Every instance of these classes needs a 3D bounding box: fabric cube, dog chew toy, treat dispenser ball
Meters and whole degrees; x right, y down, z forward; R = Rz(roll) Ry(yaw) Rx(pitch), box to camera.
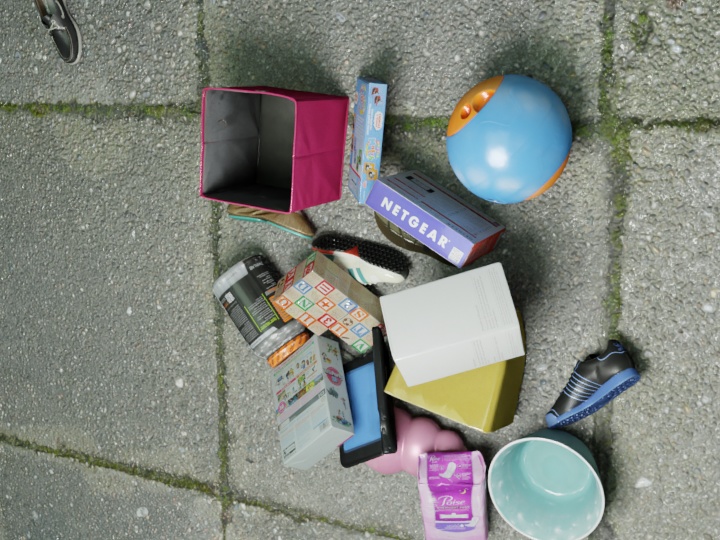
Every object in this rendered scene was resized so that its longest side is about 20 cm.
[{"bbox_3d":[-0.153,-0.226,1.630,0.194,0.199,0.203,12,106,25],"label":"fabric cube"},{"bbox_3d":[0.099,0.323,1.672,0.198,0.124,0.126,8,105,17],"label":"dog chew toy"},{"bbox_3d":[0.235,-0.208,1.434,0.199,0.200,0.204,6,104,25],"label":"treat dispenser ball"}]

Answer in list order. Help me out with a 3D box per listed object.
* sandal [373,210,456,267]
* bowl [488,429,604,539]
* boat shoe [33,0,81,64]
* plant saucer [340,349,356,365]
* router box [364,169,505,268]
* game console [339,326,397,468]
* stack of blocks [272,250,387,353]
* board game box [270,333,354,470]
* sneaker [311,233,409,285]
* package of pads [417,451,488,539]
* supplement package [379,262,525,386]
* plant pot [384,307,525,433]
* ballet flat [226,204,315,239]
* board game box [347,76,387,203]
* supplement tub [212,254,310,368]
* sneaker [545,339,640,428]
[{"bbox_3d":[0.115,-0.073,1.611,0.198,0.055,0.082,23,128,6],"label":"sandal"},{"bbox_3d":[0.331,0.357,1.559,0.199,0.105,0.203,9,111,24],"label":"bowl"},{"bbox_3d":[-0.640,-0.531,1.887,0.073,0.060,0.202,-9,97,28],"label":"boat shoe"},{"bbox_3d":[-0.069,0.251,1.776,0.198,0.050,0.203,6,103,25],"label":"plant saucer"},{"bbox_3d":[0.129,-0.093,1.527,0.199,0.179,0.049,35,114,16],"label":"router box"},{"bbox_3d":[0.000,0.228,1.613,0.115,0.176,0.202,-8,61,6],"label":"game console"},{"bbox_3d":[-0.048,0.066,1.662,0.199,0.059,0.115,38,126,-23],"label":"stack of blocks"},{"bbox_3d":[-0.092,0.243,1.672,0.147,0.064,0.202,-40,45,31],"label":"board game box"},{"bbox_3d":[-0.001,0.000,1.686,0.198,0.070,0.094,16,126,20],"label":"sneaker"},{"bbox_3d":[0.168,0.411,1.621,0.119,0.076,0.201,-3,132,6],"label":"package of pads"},{"bbox_3d":[0.145,0.087,1.417,0.198,0.117,0.118,-16,60,6],"label":"supplement package"},{"bbox_3d":[0.185,0.143,1.553,0.192,0.195,0.202,19,93,22],"label":"plant pot"},{"bbox_3d":[-0.169,-0.117,1.745,0.198,0.068,0.073,16,92,27],"label":"ballet flat"},{"bbox_3d":[0.010,-0.231,1.578,0.036,0.151,0.203,2,106,-9],"label":"board game box"},{"bbox_3d":[-0.188,0.081,1.758,0.122,0.122,0.201,-38,83,28],"label":"supplement tub"},{"bbox_3d":[0.383,0.195,1.532,0.200,0.070,0.079,-43,56,34],"label":"sneaker"}]
